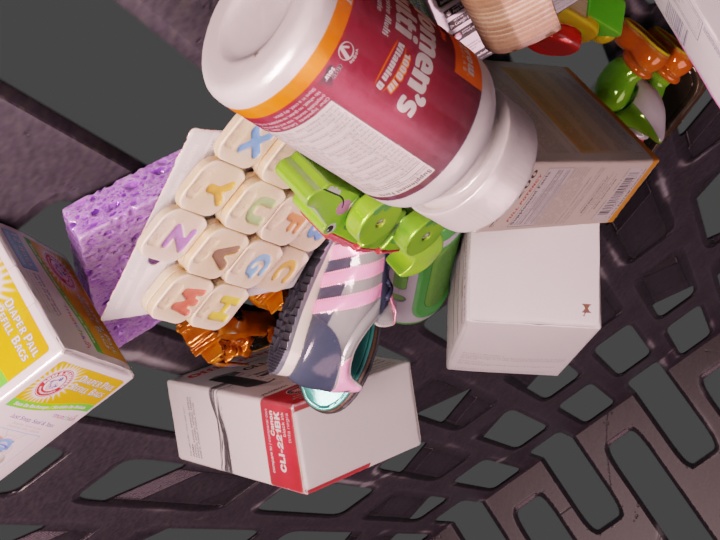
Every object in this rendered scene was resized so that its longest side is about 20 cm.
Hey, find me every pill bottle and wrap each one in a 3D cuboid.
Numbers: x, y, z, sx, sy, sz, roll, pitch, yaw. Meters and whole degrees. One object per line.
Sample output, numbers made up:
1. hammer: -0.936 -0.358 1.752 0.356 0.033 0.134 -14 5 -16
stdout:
1. pill bottle: 0.011 -0.105 0.791 0.199 0.110 0.109 29 120 -37

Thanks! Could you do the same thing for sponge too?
1. sponge: -0.155 -0.012 0.974 0.111 0.030 0.200 -29 159 -18

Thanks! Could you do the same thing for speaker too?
1. speaker: 0.048 -0.022 1.193 0.088 0.089 0.200 -28 160 -14

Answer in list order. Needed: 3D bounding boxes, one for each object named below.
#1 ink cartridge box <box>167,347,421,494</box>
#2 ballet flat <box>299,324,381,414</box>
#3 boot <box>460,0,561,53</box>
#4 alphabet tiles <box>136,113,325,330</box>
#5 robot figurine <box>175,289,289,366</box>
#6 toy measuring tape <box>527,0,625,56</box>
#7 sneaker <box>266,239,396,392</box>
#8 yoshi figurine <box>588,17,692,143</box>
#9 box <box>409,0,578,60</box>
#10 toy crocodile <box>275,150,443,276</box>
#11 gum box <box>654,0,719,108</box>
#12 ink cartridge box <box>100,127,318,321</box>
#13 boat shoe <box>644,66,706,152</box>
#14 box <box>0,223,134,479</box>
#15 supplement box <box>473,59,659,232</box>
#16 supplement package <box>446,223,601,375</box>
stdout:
1. ink cartridge box: -0.065 0.131 1.226 0.144 0.085 0.199 -17 -167 -39
2. ballet flat: -0.010 0.016 1.087 0.072 0.202 0.073 5 -177 0
3. boot: 0.128 -0.238 0.773 0.199 0.077 0.156 -27 126 0
4. alphabet tiles: -0.063 -0.041 0.899 0.200 0.015 0.195 -50 156 9
5. robot figurine: -0.077 0.040 1.163 0.145 0.058 0.200 -38 164 12
6. toy measuring tape: 0.117 -0.201 0.937 0.199 0.074 0.074 16 129 -44
7. sneaker: 0.000 0.000 1.027 0.201 0.081 0.070 -65 -164 4
8. yoshi figurine: 0.206 -0.138 1.202 0.201 0.112 0.112 -58 -173 25
9. box: 0.119 -0.222 0.840 0.199 0.035 0.110 -32 130 -6
10. toy crocodile: 0.002 -0.039 0.906 0.062 0.068 0.200 -50 156 12
11. gum box: 0.277 -0.213 0.950 0.113 0.201 0.066 -24 161 -3
12. ink cartridge box: -0.089 -0.048 0.922 0.199 0.050 0.163 -7 136 -50
13. boat shoe: 0.276 -0.147 1.284 0.068 0.072 0.200 -35 174 -42
14. box: -0.270 0.077 0.876 0.199 0.113 0.101 -36 159 6
15. supplement box: 0.131 -0.101 1.052 0.199 0.126 0.074 -5 138 -48
16. supplement package: 0.144 0.018 1.206 0.116 0.118 0.200 4 164 -1
